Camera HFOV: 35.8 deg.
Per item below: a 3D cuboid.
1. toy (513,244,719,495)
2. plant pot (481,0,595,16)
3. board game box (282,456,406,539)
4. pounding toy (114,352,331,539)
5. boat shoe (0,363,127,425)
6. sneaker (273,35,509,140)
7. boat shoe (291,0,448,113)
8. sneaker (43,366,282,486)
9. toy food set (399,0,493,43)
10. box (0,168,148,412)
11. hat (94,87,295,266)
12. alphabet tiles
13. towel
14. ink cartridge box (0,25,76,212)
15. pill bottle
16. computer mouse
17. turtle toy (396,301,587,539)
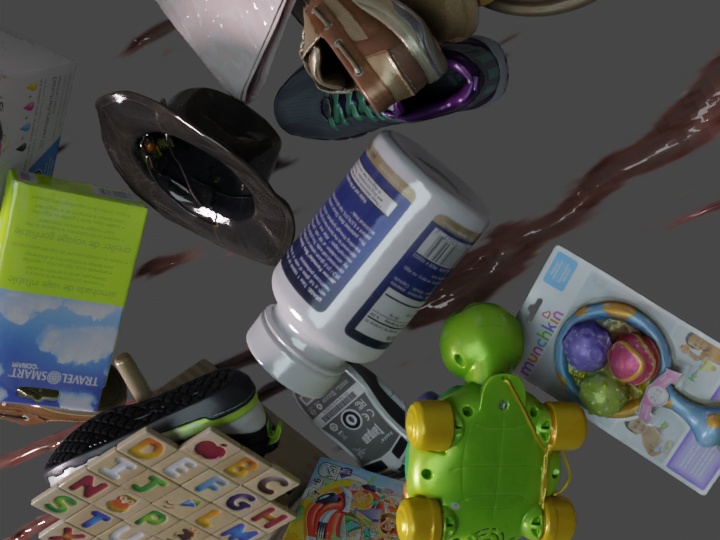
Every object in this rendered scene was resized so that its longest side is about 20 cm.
[{"bbox_3d":[0.208,0.083,0.866,0.199,0.047,0.116,31,114,11],"label":"toy"},{"bbox_3d":[0.115,-0.278,0.774,0.199,0.093,0.203,6,107,21],"label":"plant pot"},{"bbox_3d":[-0.007,0.255,0.887,0.133,0.201,0.034,14,140,15],"label":"board game box"},{"bbox_3d":[-0.147,0.179,0.987,0.183,0.142,0.201,36,115,9],"label":"pounding toy"},{"bbox_3d":[-0.316,0.113,1.086,0.198,0.072,0.068,12,139,10],"label":"boat shoe"},{"bbox_3d":[0.010,-0.141,0.859,0.198,0.087,0.075,-10,102,24],"label":"sneaker"},{"bbox_3d":[-0.015,-0.170,0.816,0.072,0.200,0.076,-43,125,-3],"label":"boat shoe"},{"bbox_3d":[-0.157,0.148,0.881,0.198,0.072,0.083,-21,109,15],"label":"sneaker"},{"bbox_3d":[0.012,-0.240,0.789,0.198,0.200,0.049,41,82,1],"label":"toy food set"},{"bbox_3d":[-0.272,0.021,0.998,0.121,0.048,0.202,10,105,-25],"label":"box"},{"bbox_3d":[-0.119,-0.095,0.918,0.199,0.081,0.201,29,153,16],"label":"hat"},{"bbox_3d":[-0.154,0.190,0.888,0.199,0.006,0.166,-33,129,24],"label":"alphabet tiles"},{"bbox_3d":[-0.121,-0.254,0.859,0.201,0.032,0.191,53,147,9],"label":"towel"},{"bbox_3d":[-0.371,-0.127,0.956,0.144,0.200,0.148,26,114,13],"label":"ink cartridge box"},{"bbox_3d":[0.000,0.000,0.874,0.111,0.111,0.200,41,105,6],"label":"pill bottle"},{"bbox_3d":[0.024,0.141,0.964,0.200,0.044,0.110,48,121,-3],"label":"computer mouse"},{"bbox_3d":[0.095,0.127,0.875,0.144,0.101,0.203,3,98,-14],"label":"turtle toy"}]
